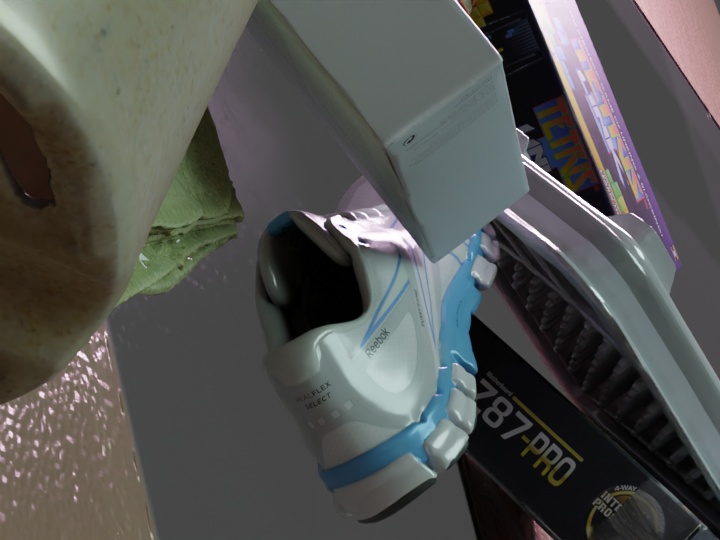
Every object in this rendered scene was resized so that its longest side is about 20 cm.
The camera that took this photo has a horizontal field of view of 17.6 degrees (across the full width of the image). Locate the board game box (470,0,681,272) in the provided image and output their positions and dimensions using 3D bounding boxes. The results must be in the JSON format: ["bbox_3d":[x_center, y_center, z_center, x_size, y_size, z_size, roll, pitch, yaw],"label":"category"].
[{"bbox_3d":[0.124,-0.074,1.393,0.200,0.057,0.165,67,17,-2],"label":"board game box"}]

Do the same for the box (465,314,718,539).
[{"bbox_3d":[0.104,0.102,0.988,0.161,0.049,0.200,46,1,35],"label":"box"}]

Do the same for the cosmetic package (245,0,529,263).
[{"bbox_3d":[-0.024,-0.108,0.798,0.200,0.052,0.151,52,-4,15],"label":"cosmetic package"}]

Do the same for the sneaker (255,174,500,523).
[{"bbox_3d":[0.000,0.000,0.863,0.087,0.075,0.200,51,19,-23],"label":"sneaker"}]

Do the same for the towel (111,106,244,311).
[{"bbox_3d":[-0.100,-0.084,0.704,0.200,0.036,0.148,68,16,-3],"label":"towel"}]

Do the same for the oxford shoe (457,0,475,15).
[{"bbox_3d":[0.022,-0.125,1.086,0.070,0.075,0.200,50,24,-49],"label":"oxford shoe"}]

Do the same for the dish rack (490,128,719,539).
[{"bbox_3d":[0.105,0.022,0.981,0.200,0.044,0.172,56,-8,-35],"label":"dish rack"}]

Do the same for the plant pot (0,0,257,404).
[{"bbox_3d":[-0.096,-0.078,0.475,0.201,0.200,0.184,56,32,-37],"label":"plant pot"}]
